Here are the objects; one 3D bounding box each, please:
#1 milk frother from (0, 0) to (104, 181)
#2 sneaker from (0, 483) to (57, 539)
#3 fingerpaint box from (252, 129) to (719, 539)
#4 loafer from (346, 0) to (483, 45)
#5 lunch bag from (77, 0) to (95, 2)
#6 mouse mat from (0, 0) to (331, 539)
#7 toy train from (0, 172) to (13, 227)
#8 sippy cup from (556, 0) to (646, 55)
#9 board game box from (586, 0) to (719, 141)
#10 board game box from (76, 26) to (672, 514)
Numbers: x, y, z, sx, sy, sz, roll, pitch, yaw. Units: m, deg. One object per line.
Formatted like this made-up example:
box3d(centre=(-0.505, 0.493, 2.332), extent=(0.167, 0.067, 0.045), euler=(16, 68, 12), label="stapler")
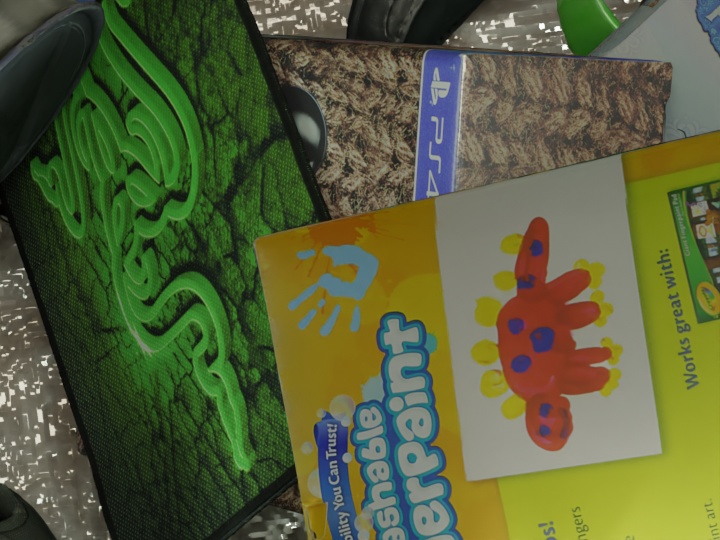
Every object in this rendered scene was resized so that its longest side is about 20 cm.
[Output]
box3d(centre=(-0.224, -0.076, 0.987), extent=(0.188, 0.181, 0.200), euler=(40, 89, 7), label="milk frother")
box3d(centre=(-0.178, 0.110, 0.995), extent=(0.199, 0.075, 0.085), euler=(-6, 116, 17), label="sneaker")
box3d(centre=(0.071, 0.075, 0.819), extent=(0.166, 0.073, 0.201), euler=(-13, 72, 6), label="fingerpaint box")
box3d(centre=(0.068, -0.149, 1.144), extent=(0.070, 0.068, 0.201), euler=(34, 76, 15), label="loafer")
box3d(centre=(-0.160, -0.162, 1.133), extent=(0.199, 0.082, 0.161), euler=(4, 73, -1), label="lunch bag")
box3d(centre=(-0.066, -0.006, 1.022), extent=(0.008, 0.161, 0.201), euler=(0, 59, -40), label="mouse mat")
box3d(centre=(-0.139, -0.035, 1.129), extent=(0.199, 0.046, 0.034), euler=(26, 79, 4), label="toy train")
box3d(centre=(0.167, -0.095, 1.111), extent=(0.139, 0.178, 0.131), euler=(7, 64, 34), label="sippy cup")
box3d(centre=(0.143, 0.002, 1.045), extent=(0.200, 0.199, 0.043), euler=(44, 42, -5), label="board game box")
box3d(centre=(0.000, 0.000, 1.024), extent=(0.097, 0.200, 0.160), euler=(-1, 96, -40), label="board game box")
